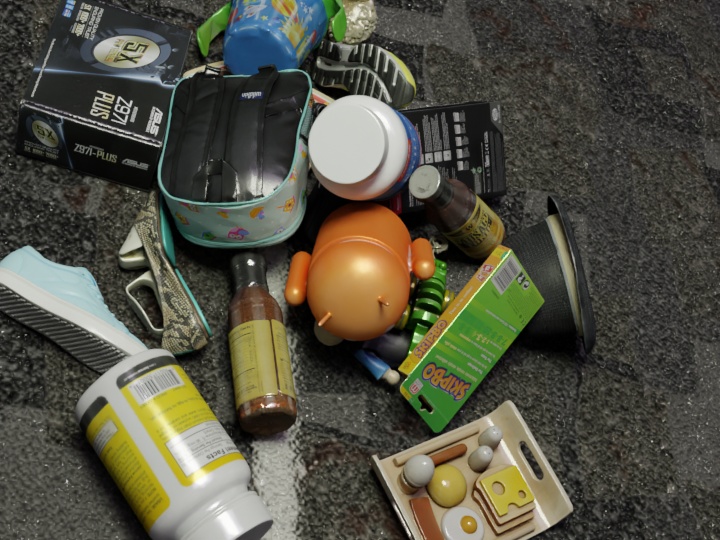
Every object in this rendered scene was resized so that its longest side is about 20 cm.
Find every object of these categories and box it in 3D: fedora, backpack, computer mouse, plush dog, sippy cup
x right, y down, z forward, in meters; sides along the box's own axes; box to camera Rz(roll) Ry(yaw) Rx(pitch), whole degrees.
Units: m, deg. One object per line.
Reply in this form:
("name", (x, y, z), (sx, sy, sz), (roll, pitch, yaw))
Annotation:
("fedora", (0.222, 0.011, 1.321), (0.090, 0.201, 0.203), (-13, 58, 5))
("backpack", (-0.137, -0.116, 1.224), (0.172, 0.155, 0.202), (1, 47, 5))
("computer mouse", (-0.040, -0.127, 1.338), (0.140, 0.046, 0.202), (36, 49, -15))
("plush dog", (-0.083, -0.407, 1.488), (0.169, 0.161, 0.202), (-19, 63, -6))
("sippy cup", (-0.115, -0.303, 1.378), (0.139, 0.177, 0.131), (37, 41, -21))

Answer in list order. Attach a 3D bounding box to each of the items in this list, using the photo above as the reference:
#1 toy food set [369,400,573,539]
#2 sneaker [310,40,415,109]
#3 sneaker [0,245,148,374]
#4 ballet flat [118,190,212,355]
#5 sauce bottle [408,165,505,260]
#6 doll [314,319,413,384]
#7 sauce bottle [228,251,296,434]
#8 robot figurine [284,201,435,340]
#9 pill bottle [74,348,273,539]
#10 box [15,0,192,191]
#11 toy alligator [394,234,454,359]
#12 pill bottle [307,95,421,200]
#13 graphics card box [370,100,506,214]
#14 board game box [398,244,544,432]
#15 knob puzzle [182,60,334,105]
("toy food set", (0.121, 0.232, 1.162), (0.198, 0.061, 0.145), (-16, 64, -31))
("sneaker", (0.020, -0.258, 1.417), (0.089, 0.079, 0.199), (3, 22, -37))
("sneaker", (-0.288, 0.036, 1.120), (0.198, 0.074, 0.082), (33, 53, 0))
("ballet flat", (-0.224, 0.004, 1.182), (0.074, 0.068, 0.202), (-19, 65, -7))
("sauce bottle", (0.115, -0.069, 1.299), (0.199, 0.065, 0.067), (30, 33, -57))
("doll", (0.041, 0.070, 1.251), (0.196, 0.049, 0.138), (3, 51, -17))
("sauce bottle", (-0.110, 0.074, 1.165), (0.065, 0.066, 0.203), (4, 54, -20))
("robot figurine", (-0.002, 0.001, 1.187), (0.142, 0.118, 0.201), (23, 26, -7))
("pill bottle", (-0.177, 0.186, 1.035), (0.113, 0.115, 0.201), (-26, 69, -34))
("box", (-0.301, -0.215, 1.282), (0.161, 0.086, 0.202), (17, 52, -12))
("toy alligator", (0.081, 0.016, 1.238), (0.058, 0.055, 0.202), (19, 49, -4))
("pill bottle", (0.003, -0.133, 1.198), (0.112, 0.113, 0.200), (37, 10, 6))
("graphics card box", (0.098, -0.146, 1.375), (0.197, 0.051, 0.128), (-13, 101, -33))
("board game box", (0.121, 0.078, 1.203), (0.201, 0.096, 0.030), (-51, 39, -14))
("knob puzzle", (-0.137, -0.208, 1.383), (0.216, 0.031, 0.223), (11, 54, -15))
